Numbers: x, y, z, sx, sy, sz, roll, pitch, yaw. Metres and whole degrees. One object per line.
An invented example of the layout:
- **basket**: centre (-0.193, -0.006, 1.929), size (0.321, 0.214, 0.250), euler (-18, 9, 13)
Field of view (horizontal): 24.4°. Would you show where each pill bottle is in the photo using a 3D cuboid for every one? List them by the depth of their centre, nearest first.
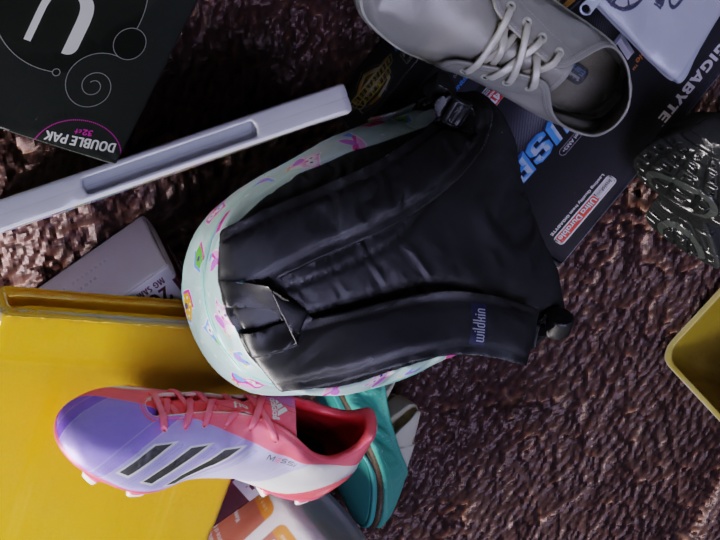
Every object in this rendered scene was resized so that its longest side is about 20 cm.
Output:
- **pill bottle**: centre (-0.091, 0.236, 1.150), size (0.200, 0.112, 0.112), euler (-42, 130, 8)

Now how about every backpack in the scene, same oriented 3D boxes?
- **backpack**: centre (0.000, 0.000, 0.941), size (0.199, 0.126, 0.168), euler (-22, 88, -22)

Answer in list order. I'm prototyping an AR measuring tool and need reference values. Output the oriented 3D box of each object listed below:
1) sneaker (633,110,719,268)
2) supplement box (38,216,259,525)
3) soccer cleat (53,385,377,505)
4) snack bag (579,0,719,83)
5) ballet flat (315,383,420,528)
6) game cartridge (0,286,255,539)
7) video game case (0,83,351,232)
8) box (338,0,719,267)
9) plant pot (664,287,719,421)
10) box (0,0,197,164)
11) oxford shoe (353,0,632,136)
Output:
- **sneaker**: centre (0.230, -0.072, 1.082), size (0.091, 0.076, 0.200), euler (-53, 167, -6)
- **supplement box**: centre (-0.122, 0.073, 1.054), size (0.108, 0.061, 0.200), euler (-34, 131, 1)
- **soccer cleat**: centre (-0.080, 0.092, 0.959), size (0.199, 0.067, 0.076), euler (15, 134, -38)
- **snack bag**: centre (0.173, -0.229, 0.950), size (0.200, 0.021, 0.189), euler (39, 79, -33)
- **ballet flat**: centre (0.007, 0.095, 1.130), size (0.070, 0.067, 0.201), euler (-33, 134, -19)
- **game cartridge**: centre (-0.156, 0.104, 1.003), size (0.175, 0.033, 0.201), euler (6, 122, -28)
- **video game case**: centre (-0.112, -0.059, 0.922), size (0.198, 0.143, 0.018), euler (-20, 96, -11)
- **box**: centre (0.116, -0.123, 1.037), size (0.198, 0.050, 0.200), euler (30, 107, -36)
- **plant pot**: centre (0.384, 0.075, 1.220), size (0.200, 0.200, 0.176), euler (-50, 140, 14)
- **box**: centre (-0.190, -0.167, 0.810), size (0.199, 0.125, 0.149), euler (16, 114, -34)
- **oxford shoe**: centre (0.083, -0.131, 0.949), size (0.199, 0.058, 0.075), euler (22, 114, -32)
